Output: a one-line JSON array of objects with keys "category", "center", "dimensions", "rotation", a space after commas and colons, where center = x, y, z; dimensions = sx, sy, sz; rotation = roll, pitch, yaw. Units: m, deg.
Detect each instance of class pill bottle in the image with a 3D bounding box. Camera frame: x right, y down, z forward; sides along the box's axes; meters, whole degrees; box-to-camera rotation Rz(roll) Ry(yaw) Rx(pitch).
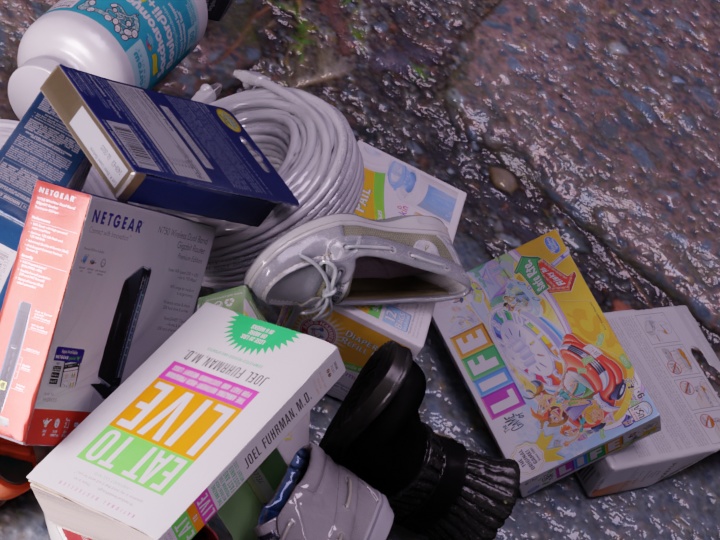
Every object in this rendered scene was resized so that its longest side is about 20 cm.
[{"category": "pill bottle", "center": [-0.223, -0.193, 1.859], "dimensions": [0.111, 0.111, 0.200], "rotation": [35, 44, 3]}]

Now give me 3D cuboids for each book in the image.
[{"category": "book", "center": [-0.120, 0.113, 1.518], "dimensions": [0.133, 0.048, 0.200], "rotation": [15, 50, 39]}]

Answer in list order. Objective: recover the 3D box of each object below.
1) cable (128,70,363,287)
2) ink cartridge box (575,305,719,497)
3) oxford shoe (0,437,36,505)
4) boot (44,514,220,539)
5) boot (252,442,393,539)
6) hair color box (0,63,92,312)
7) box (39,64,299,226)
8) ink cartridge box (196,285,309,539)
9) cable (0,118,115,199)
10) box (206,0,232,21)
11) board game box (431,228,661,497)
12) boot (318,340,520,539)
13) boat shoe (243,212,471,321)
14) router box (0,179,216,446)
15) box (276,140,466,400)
[{"category": "cable", "center": [-0.096, -0.071, 1.779], "dimensions": [0.199, 0.069, 0.200], "rotation": [21, 57, 40]}, {"category": "ink cartridge box", "center": [0.248, 0.112, 1.917], "dimensions": [0.199, 0.050, 0.163], "rotation": [-3, 54, -39]}, {"category": "oxford shoe", "center": [-0.302, 0.085, 1.579], "dimensions": [0.071, 0.072, 0.201], "rotation": [11, 54, -49]}, {"category": "boot", "center": [-0.156, 0.186, 1.538], "dimensions": [0.072, 0.145, 0.201], "rotation": [-14, 59, -36]}, {"category": "boot", "center": [-0.049, 0.225, 1.591], "dimensions": [0.095, 0.073, 0.201], "rotation": [41, 47, -20]}, {"category": "hair color box", "center": [-0.251, -0.060, 1.618], "dimensions": [0.060, 0.100, 0.200], "rotation": [28, 35, -4]}, {"category": "box", "center": [-0.141, -0.091, 1.631], "dimensions": [0.199, 0.032, 0.121], "rotation": [9, 37, -53]}, {"category": "ink cartridge box", "center": [-0.085, 0.134, 1.633], "dimensions": [0.048, 0.146, 0.201], "rotation": [-14, 45, 14]}, {"category": "cable", "center": [-0.287, -0.036, 1.711], "dimensions": [0.199, 0.069, 0.201], "rotation": [-3, 54, -32]}, {"category": "box", "center": [-0.203, -0.359, 1.988], "dimensions": [0.199, 0.118, 0.198], "rotation": [13, 47, -21]}, {"category": "board game box", "center": [0.154, 0.078, 1.844], "dimensions": [0.134, 0.034, 0.201], "rotation": [-26, 62, -3]}, {"category": "boot", "center": [0.055, 0.142, 1.659], "dimensions": [0.157, 0.211, 0.080], "rotation": [26, 62, -1]}, {"category": "boat shoe", "center": [0.000, 0.001, 1.698], "dimensions": [0.201, 0.075, 0.065], "rotation": [-4, 49, -40]}, {"category": "router box", "center": [-0.192, 0.037, 1.570], "dimensions": [0.049, 0.181, 0.200], "rotation": [16, 1, 23]}, {"category": "box", "center": [0.005, 0.005, 1.822], "dimensions": [0.112, 0.102, 0.201], "rotation": [25, 44, -8]}]
